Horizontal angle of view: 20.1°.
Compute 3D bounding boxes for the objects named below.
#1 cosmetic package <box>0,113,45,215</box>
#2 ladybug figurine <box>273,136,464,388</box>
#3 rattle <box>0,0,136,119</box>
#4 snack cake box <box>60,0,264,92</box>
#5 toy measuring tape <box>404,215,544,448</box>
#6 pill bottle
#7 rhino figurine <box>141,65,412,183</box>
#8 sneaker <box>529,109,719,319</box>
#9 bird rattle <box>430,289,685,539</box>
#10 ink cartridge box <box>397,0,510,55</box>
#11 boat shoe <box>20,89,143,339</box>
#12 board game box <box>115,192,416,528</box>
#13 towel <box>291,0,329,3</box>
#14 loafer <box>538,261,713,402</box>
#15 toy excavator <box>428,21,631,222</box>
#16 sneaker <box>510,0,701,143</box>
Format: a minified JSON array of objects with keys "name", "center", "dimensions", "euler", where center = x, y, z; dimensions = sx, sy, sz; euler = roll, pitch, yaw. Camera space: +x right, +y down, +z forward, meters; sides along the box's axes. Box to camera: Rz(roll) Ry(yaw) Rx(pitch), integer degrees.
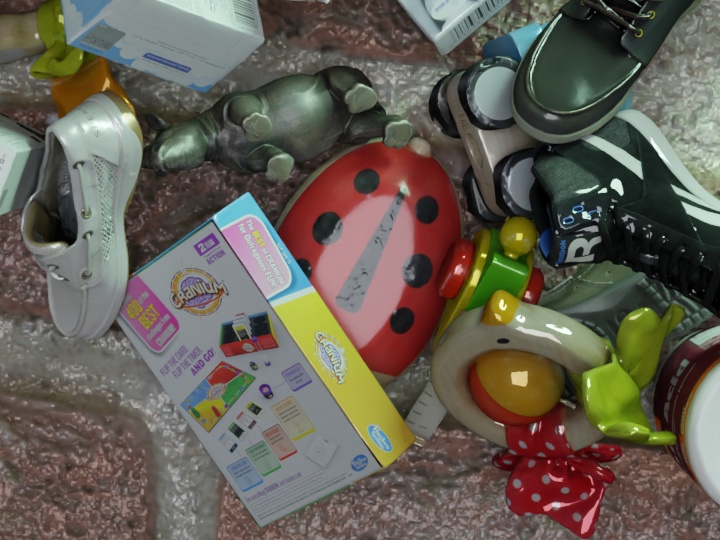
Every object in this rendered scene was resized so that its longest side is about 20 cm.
[{"name":"cosmetic package","center":[-0.253,-0.077,1.331],"dimensions":[0.082,0.200,0.051],"euler":[22,95,-3]},{"name":"ladybug figurine","center":[0.000,0.000,1.403],"dimensions":[0.135,0.072,0.201],"euler":[22,94,-2]},{"name":"rattle","center":[-0.222,-0.151,1.315],"dimensions":[0.129,0.200,0.144],"euler":[-1,76,4]},{"name":"snack cake box","center":[-0.139,-0.227,1.314],"dimensions":[0.067,0.114,0.201],"euler":[-35,53,36]},{"name":"toy measuring tape","center":[0.073,0.034,1.382],"dimensions":[0.073,0.074,0.201],"euler":[25,128,-2]},{"name":"pill bottle","center":[0.257,0.095,1.348],"dimensions":[0.113,0.200,0.115],"euler":[0,94,0]},{"name":"rhino figurine","center":[-0.071,-0.094,1.374],"dimensions":[0.198,0.087,0.060],"euler":[-14,111,-13]},{"name":"sneaker","center":[0.178,-0.011,1.278],"dimensions":[0.111,0.073,0.200],"euler":[-23,53,-23]},{"name":"bird rattle","center":[0.123,0.079,1.335],"dimensions":[0.162,0.200,0.113],"euler":[30,58,-8]},{"name":"ink cartridge box","center":[0.069,-0.282,1.368],"dimensions":[0.198,0.043,0.200],"euler":[-39,73,2]},{"name":"boat shoe","center":[-0.197,-0.029,1.352],"dimensions":[0.071,0.069,0.201],"euler":[41,137,31]},{"name":"board game box","center":[-0.072,0.065,1.376],"dimensions":[0.040,0.153,0.201],"euler":[-38,95,-43]},{"name":"towel","center":[-0.036,-0.276,1.332],"dimensions":[0.032,0.191,0.201],"euler":[18,94,-28]},{"name":"loafer","center":[0.167,0.034,1.415],"dimensions":[0.199,0.070,0.075],"euler":[-26,110,15]},{"name":"toy excavator","center":[0.148,-0.146,1.394],"dimensions":[0.199,0.100,0.196],"euler":[-22,94,-13]},{"name":"sneaker","center":[0.165,-0.176,1.295],"dimensions":[0.075,0.106,0.200],"euler":[34,65,14]}]
